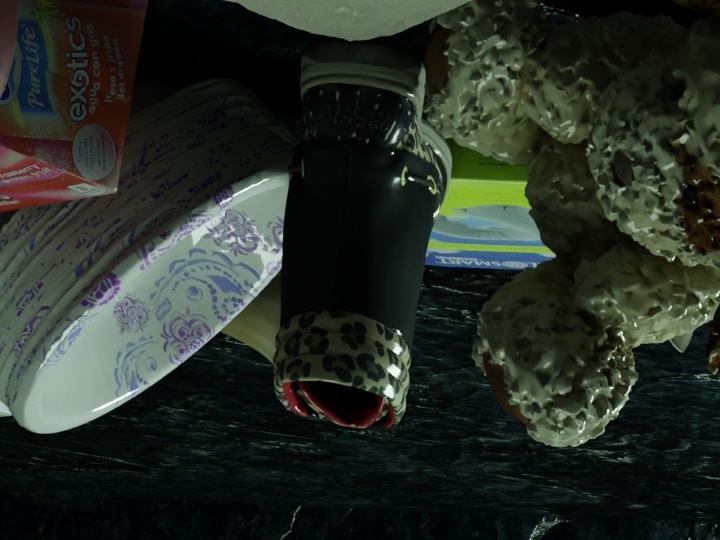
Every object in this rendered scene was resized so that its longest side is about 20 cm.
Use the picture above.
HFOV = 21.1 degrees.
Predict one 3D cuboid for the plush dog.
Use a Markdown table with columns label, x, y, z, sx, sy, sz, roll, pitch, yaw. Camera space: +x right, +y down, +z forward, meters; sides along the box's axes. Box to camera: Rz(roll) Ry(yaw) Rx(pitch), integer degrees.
| label | x | y | z | sx | sy | sz | roll | pitch | yaw |
| --- | --- | --- | --- | --- | --- | --- | --- | --- | --- |
| plush dog | 0.131 | -0.040 | 0.773 | 0.159 | 0.202 | 0.172 | -8 | 176 | -26 |

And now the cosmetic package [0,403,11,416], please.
| label | x | y | z | sx | sy | sz | roll | pitch | yaw |
| --- | --- | --- | --- | --- | --- | --- | --- | --- | --- |
| cosmetic package | -0.412 | 0.093 | 1.797 | 0.106 | 0.091 | 0.199 | 17 | 160 | -41 |

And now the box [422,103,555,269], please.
| label | x | y | z | sx | sy | sz | roll | pitch | yaw |
| --- | --- | --- | --- | --- | --- | --- | --- | --- | --- |
| box | 0.076 | -0.041 | 1.066 | 0.121 | 0.048 | 0.200 | 3 | 166 | 13 |

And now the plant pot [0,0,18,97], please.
| label | x | y | z | sx | sy | sz | roll | pitch | yaw |
| --- | --- | --- | --- | --- | --- | --- | --- | --- | --- |
| plant pot | -0.218 | -0.095 | 0.641 | 0.198 | 0.202 | 0.179 | -1 | 174 | 28 |

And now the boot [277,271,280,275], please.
| label | x | y | z | sx | sy | sz | roll | pitch | yaw |
| --- | --- | --- | --- | --- | --- | --- | --- | --- | --- |
| boot | -0.109 | -0.034 | 1.131 | 0.198 | 0.066 | 0.165 | 10 | 176 | -3 |

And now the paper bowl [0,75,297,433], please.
| label | x | y | z | sx | sy | sz | roll | pitch | yaw |
| --- | --- | --- | --- | --- | --- | --- | --- | --- | --- |
| paper bowl | -0.123 | -0.019 | 0.988 | 0.104 | 0.200 | 0.201 | 49 | 174 | 12 |

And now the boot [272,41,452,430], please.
| label | x | y | z | sx | sy | sz | roll | pitch | yaw |
| --- | --- | --- | --- | --- | --- | --- | --- | --- | --- |
| boot | -0.002 | 0.000 | 0.885 | 0.073 | 0.155 | 0.204 | 4 | 164 | 6 |

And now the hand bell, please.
| label | x | y | z | sx | sy | sz | roll | pitch | yaw |
| --- | --- | --- | --- | --- | --- | --- | --- | --- | --- |
| hand bell | -0.120 | 0.005 | 1.331 | 0.198 | 0.105 | 0.104 | 17 | 169 | 10 |

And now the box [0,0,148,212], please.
| label | x | y | z | sx | sy | sz | roll | pitch | yaw |
| --- | --- | --- | --- | --- | --- | --- | --- | --- | --- |
| box | -0.201 | -0.083 | 0.887 | 0.199 | 0.096 | 0.099 | -6 | 161 | 44 |

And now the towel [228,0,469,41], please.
| label | x | y | z | sx | sy | sz | roll | pitch | yaw |
| --- | --- | --- | --- | --- | --- | --- | --- | --- | --- |
| towel | -0.040 | -0.138 | 0.722 | 0.199 | 0.035 | 0.132 | 15 | 163 | -31 |
